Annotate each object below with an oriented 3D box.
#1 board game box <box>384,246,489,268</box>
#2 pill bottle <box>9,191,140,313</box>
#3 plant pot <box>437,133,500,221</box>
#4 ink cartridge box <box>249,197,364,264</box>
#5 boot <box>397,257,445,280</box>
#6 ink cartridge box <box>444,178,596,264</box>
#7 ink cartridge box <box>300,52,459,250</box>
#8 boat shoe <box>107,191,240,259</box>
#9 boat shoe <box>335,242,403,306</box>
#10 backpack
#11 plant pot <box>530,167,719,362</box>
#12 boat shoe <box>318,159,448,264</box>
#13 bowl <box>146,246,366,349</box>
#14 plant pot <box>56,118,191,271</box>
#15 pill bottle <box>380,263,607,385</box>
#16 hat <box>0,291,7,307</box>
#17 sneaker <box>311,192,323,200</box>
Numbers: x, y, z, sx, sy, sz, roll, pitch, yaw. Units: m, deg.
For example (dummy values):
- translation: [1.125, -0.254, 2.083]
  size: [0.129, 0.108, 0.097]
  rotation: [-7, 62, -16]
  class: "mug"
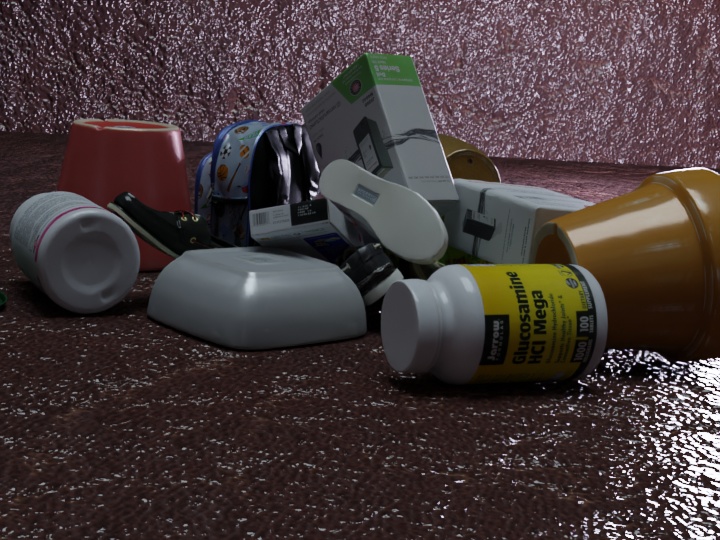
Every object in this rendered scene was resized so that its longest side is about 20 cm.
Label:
- translation: [0.106, -0.006, 1.684]
  size: [0.198, 0.048, 0.101]
  rotation: [-5, 0, -40]
  class: "board game box"
- translation: [-0.328, -0.027, 1.489]
  size: [0.112, 0.115, 0.200]
  rotation: [-1, 12, -27]
  class: "pill bottle"
- translation: [0.110, -0.105, 1.778]
  size: [0.184, 0.189, 0.200]
  rotation: [1, -3, -17]
  class: "plant pot"
- translation: [-0.054, -0.035, 1.550]
  size: [0.093, 0.038, 0.200]
  rotation: [-9, -18, 13]
  class: "ink cartridge box"
- translation: [0.127, 0.028, 1.494]
  size: [0.153, 0.073, 0.200]
  rotation: [1, 18, -15]
  class: "boot"
- translation: [0.206, -0.048, 1.566]
  size: [0.143, 0.085, 0.200]
  rotation: [4, 12, -27]
  class: "ink cartridge box"
- translation: [0.022, -0.143, 1.632]
  size: [0.083, 0.202, 0.145]
  rotation: [-3, -21, -41]
  class: "ink cartridge box"
- translation: [-0.206, -0.041, 1.509]
  size: [0.201, 0.063, 0.073]
  rotation: [36, -2, -44]
  class: "boat shoe"
- translation: [0.000, 0.000, 1.520]
  size: [0.074, 0.061, 0.200]
  rotation: [-36, 5, -3]
  class: "boat shoe"
- translation: [-0.132, -0.107, 1.787]
  size: [0.152, 0.193, 0.199]
  rotation: [13, 12, 28]
  class: "backpack"
- translation: [0.283, 0.003, 1.381]
  size: [0.181, 0.203, 0.200]
  rotation: [-7, 13, -16]
  class: "plant pot"
- translation: [0.033, -0.059, 1.518]
  size: [0.199, 0.073, 0.068]
  rotation: [28, -4, 37]
  class: "boat shoe"
- translation: [-0.108, 0.023, 1.426]
  size: [0.198, 0.076, 0.199]
  rotation: [-3, 13, -41]
  class: "bowl"
- translation: [-0.312, -0.104, 1.744]
  size: [0.197, 0.180, 0.201]
  rotation: [4, 11, -1]
  class: "plant pot"
- translation: [0.125, 0.051, 1.254]
  size: [0.198, 0.114, 0.112]
  rotation: [-1, 11, -24]
  class: "pill bottle"
- translation: [-0.449, -0.052, 1.390]
  size: [0.198, 0.179, 0.165]
  rotation: [12, 13, 38]
  class: "hat"
- translation: [-0.015, -0.021, 1.742]
  size: [0.074, 0.106, 0.200]
  rotation: [-17, -23, 7]
  class: "sneaker"
